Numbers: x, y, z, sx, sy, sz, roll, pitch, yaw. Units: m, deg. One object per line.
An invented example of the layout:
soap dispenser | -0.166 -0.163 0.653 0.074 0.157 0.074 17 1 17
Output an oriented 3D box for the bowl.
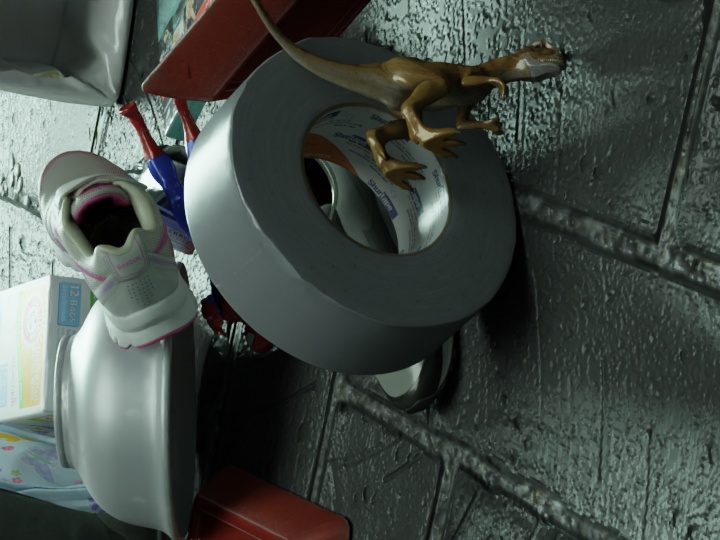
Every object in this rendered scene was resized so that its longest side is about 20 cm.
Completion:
bowl | -0.170 0.095 1.818 0.201 0.090 0.203 -1 -90 -88

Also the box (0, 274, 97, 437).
box | -0.245 0.073 2.034 0.200 0.101 0.114 -14 72 59

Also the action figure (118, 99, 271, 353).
action figure | -0.104 -0.030 1.778 0.099 0.065 0.201 -147 33 -78

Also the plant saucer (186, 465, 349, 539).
plant saucer | -0.083 0.251 1.768 0.200 0.036 0.201 16 97 62

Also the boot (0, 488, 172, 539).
boot | -0.234 0.234 1.815 0.073 0.198 0.183 118 156 -44

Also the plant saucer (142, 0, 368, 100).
plant saucer | -0.031 -0.181 1.610 0.037 0.200 0.200 45 108 9

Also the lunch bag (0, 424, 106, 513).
lunch bag | -0.261 0.220 1.949 0.199 0.127 0.171 11 112 24

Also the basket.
basket | -0.271 -0.246 2.133 0.123 0.135 0.202 11 93 65

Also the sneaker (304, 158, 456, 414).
sneaker | 0.000 0.000 1.621 0.074 0.079 0.201 -37 66 44

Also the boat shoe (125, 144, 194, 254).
boat shoe | -0.144 -0.059 1.917 0.071 0.072 0.200 -61 20 0

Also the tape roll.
tape roll | -0.005 -0.040 1.531 0.066 0.199 0.202 -43 47 47

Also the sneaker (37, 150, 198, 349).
sneaker | -0.175 -0.036 1.759 0.200 0.081 0.089 49 161 47

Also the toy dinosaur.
toy dinosaur | 0.023 -0.109 1.517 0.061 0.198 0.107 107 164 -54

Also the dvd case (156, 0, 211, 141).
dvd case | -0.120 -0.217 1.929 0.201 0.022 0.146 -100 32 -46
